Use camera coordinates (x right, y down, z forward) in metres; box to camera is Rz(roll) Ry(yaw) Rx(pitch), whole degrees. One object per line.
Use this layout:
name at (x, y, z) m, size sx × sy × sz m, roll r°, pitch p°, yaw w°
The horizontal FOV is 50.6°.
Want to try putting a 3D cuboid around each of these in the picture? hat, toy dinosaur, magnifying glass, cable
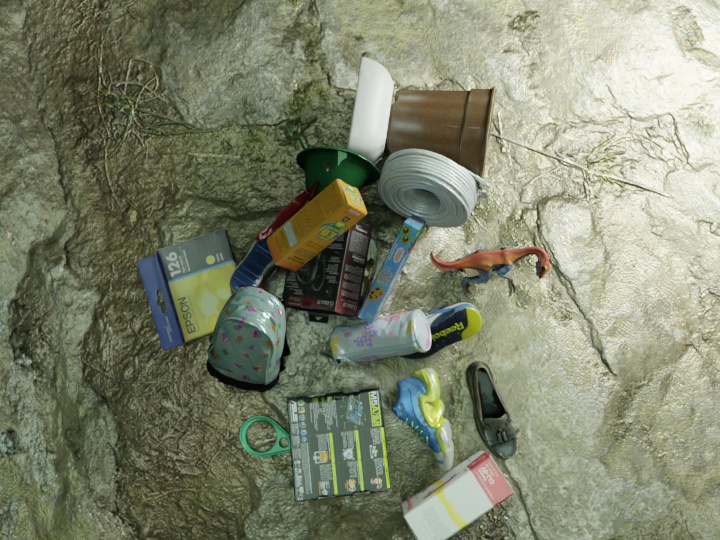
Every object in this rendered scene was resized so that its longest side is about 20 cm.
hat at (-0.071, -0.123, 1.476) m, size 0.165 × 0.199 × 0.178 m, roll 25°, pitch 70°, yaw -33°
toy dinosaur at (0.271, -0.007, 1.497) m, size 0.181 × 0.199 × 0.106 m, roll -25°, pitch 66°, yaw 41°
magnifying glass at (-0.145, 0.346, 1.521) m, size 0.198 × 0.022 × 0.081 m, roll 16°, pitch 83°, yaw 0°
cable at (0.131, -0.156, 1.495) m, size 0.199 × 0.200 × 0.070 m, roll 30°, pitch 65°, yaw -18°

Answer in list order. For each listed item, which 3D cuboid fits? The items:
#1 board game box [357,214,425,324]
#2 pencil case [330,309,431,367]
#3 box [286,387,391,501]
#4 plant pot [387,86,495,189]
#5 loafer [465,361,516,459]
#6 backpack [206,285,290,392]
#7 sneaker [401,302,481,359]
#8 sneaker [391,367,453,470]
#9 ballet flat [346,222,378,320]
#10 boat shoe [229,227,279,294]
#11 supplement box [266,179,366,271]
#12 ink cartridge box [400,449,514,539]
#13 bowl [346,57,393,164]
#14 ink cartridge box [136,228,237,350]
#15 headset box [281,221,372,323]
board game box at (0.062, -0.006, 1.472) m, size 0.036 × 0.151 × 0.202 m, roll 28°, pitch 103°, yaw 4°
pencil case at (0.039, 0.133, 1.479) m, size 0.198 × 0.091 × 0.084 m, roll -14°, pitch 103°, yaw 25°
box at (-0.043, 0.340, 1.494) m, size 0.191 × 0.048 × 0.203 m, roll -5°, pitch 76°, yaw -7°
plant pot at (0.161, -0.274, 1.524) m, size 0.196 × 0.200 × 0.203 m, roll 8°, pitch 83°, yaw 10°
loafer at (0.258, 0.279, 1.505) m, size 0.071 × 0.063 × 0.202 m, roll -19°, pitch 83°, yaw -2°
backpack at (-0.210, 0.132, 1.456) m, size 0.165 × 0.127 × 0.202 m, roll 14°, pitch 125°, yaw -5°
sneaker at (0.151, 0.119, 1.529) m, size 0.198 × 0.082 × 0.075 m, roll -19°, pitch 104°, yaw 16°
sneaker at (0.121, 0.299, 1.508) m, size 0.104 × 0.076 × 0.202 m, roll -13°, pitch 75°, yaw 11°
ballet flat at (0.000, 0.000, 1.540) m, size 0.068 × 0.071 × 0.203 m, roll 10°, pitch 82°, yaw -5°
boat shoe at (-0.199, -0.018, 1.540) m, size 0.072 × 0.073 × 0.200 m, roll 37°, pitch 58°, yaw 8°
supplement box at (-0.084, -0.084, 1.448) m, size 0.200 × 0.066 × 0.069 m, roll -40°, pitch 56°, yaw 23°
ink cartridge box at (0.178, 0.434, 1.444) m, size 0.199 × 0.145 × 0.084 m, roll -33°, pitch 83°, yaw -4°
bowl at (0.019, -0.302, 1.515) m, size 0.074 × 0.200 × 0.202 m, roll 8°, pitch 83°, yaw 0°
ink cartridge box at (-0.340, 0.038, 1.553) m, size 0.198 × 0.047 × 0.200 m, roll -19°, pitch 84°, yaw -4°
headset box at (-0.069, 0.002, 1.504) m, size 0.148 × 0.077 × 0.203 m, roll 3°, pitch 81°, yaw 39°
